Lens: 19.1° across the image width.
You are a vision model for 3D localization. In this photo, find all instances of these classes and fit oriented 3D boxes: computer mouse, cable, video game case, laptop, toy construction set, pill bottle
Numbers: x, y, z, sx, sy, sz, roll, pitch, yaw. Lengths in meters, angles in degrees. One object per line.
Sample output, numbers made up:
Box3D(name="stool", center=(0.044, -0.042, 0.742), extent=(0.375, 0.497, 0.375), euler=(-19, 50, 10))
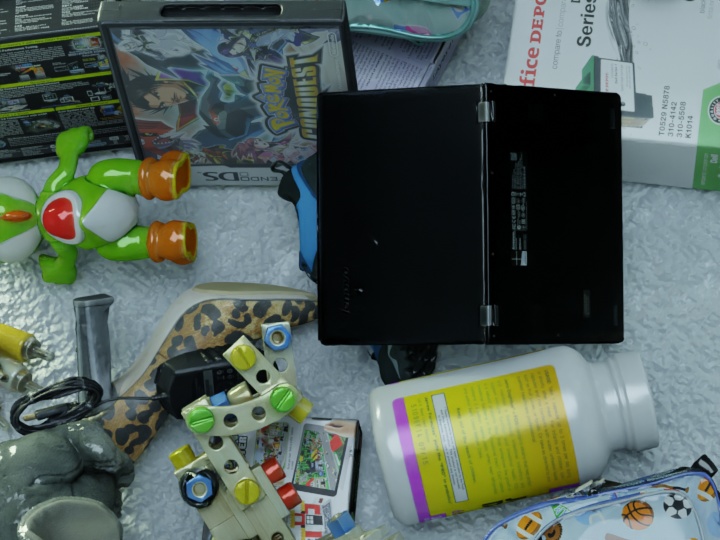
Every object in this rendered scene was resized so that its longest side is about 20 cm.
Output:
Box3D(name="computer mouse", center=(-0.159, 0.087, 1.575), extent=(0.200, 0.059, 0.034), euler=(-7, 39, -12))
Box3D(name="cable", center=(-0.329, 0.052, 1.672), extent=(0.200, 0.050, 0.097), euler=(37, 95, 29))
Box3D(name="video game case", center=(-0.092, -0.130, 1.617), extent=(0.181, 0.200, 0.026), euler=(1, 56, 7))
Box3D(name="laptop", center=(0.082, -0.039, 1.578), extent=(0.200, 0.116, 0.187), euler=(1, 88, -33))
Box3D(name="toy construction set", center=(-0.059, 0.147, 1.524), extent=(0.131, 0.092, 0.200), euler=(-32, 79, -4))
Box3D(name="pill bottle", center=(0.112, 0.115, 1.555), extent=(0.200, 0.104, 0.104), euler=(-13, 69, 2))

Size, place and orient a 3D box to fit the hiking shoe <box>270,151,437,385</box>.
Box3D(name="hiking shoe", center=(0.000, 0.000, 1.630), extent=(0.087, 0.074, 0.200), euler=(-19, 84, 32))

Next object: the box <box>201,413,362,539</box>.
Box3D(name="box", center=(-0.062, 0.206, 1.577), extent=(0.110, 0.035, 0.200), euler=(3, 70, 7))

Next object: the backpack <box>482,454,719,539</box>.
Box3D(name="backpack", center=(0.173, 0.236, 1.487), extent=(0.190, 0.154, 0.200), euler=(-15, 72, 12))

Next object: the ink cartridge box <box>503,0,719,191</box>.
Box3D(name="ink cartridge box", center=(0.210, -0.149, 1.651), extent=(0.200, 0.084, 0.146), euler=(6, 70, 8))

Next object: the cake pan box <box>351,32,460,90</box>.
Box3D(name="cake pan box", center=(-0.012, -0.205, 1.715), extent=(0.184, 0.052, 0.200), euler=(20, 73, 15))

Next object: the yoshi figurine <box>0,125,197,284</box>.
Box3D(name="yoshi figurine", center=(-0.227, -0.044, 1.654), extent=(0.200, 0.112, 0.112), euler=(-3, 53, 7))

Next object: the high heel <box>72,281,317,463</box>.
Box3D(name="high heel", center=(-0.120, 0.084, 1.632), extent=(0.200, 0.071, 0.143), euler=(-4, 98, -13))

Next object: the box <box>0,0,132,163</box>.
Box3D(name="box", center=(-0.271, -0.147, 1.661), extent=(0.200, 0.160, 0.044), euler=(-7, 57, 4))

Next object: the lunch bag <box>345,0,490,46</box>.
Box3D(name="lunch bag", center=(0.010, -0.255, 1.635), extent=(0.200, 0.077, 0.161), euler=(8, 106, 12))

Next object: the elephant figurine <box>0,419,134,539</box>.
Box3D(name="elephant figurine", center=(-0.205, 0.210, 1.507), extent=(0.155, 0.142, 0.200), euler=(-19, 45, 0))
